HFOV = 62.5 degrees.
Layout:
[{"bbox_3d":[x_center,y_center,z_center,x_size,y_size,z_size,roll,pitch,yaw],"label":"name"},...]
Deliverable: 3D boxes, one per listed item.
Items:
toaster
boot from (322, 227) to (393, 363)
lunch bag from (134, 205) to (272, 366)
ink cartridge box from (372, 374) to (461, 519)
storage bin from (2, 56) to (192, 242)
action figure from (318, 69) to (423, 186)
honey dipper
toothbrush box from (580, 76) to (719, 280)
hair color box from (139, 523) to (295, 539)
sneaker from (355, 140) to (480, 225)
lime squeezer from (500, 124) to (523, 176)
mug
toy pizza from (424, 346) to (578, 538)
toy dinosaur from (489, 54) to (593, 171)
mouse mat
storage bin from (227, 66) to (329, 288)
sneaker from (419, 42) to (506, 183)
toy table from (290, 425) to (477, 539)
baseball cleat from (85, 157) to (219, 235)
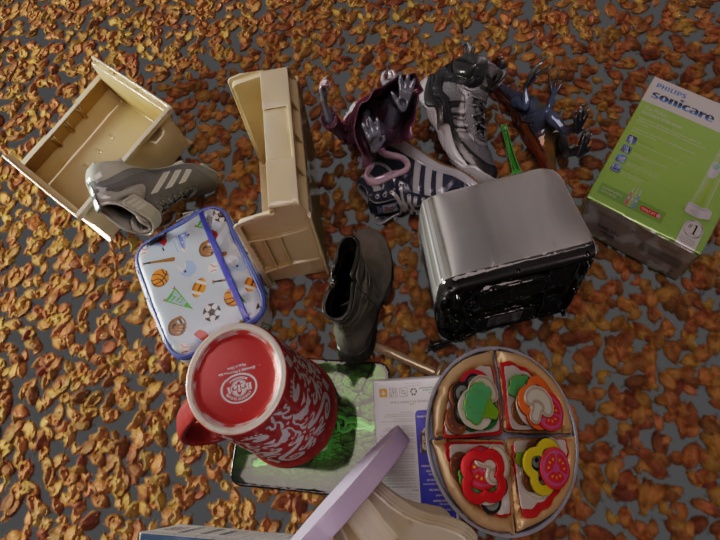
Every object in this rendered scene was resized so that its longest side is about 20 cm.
[{"bbox_3d":[0.155,-0.006,0.698,0.193,0.182,0.122,-14,64,2],"label":"toaster"},{"bbox_3d":[0.000,0.000,0.732,0.065,0.132,0.205,2,54,10],"label":"boot"},{"bbox_3d":[-0.210,0.015,0.806,0.157,0.076,0.204,-27,68,-4],"label":"lunch bag"},{"bbox_3d":[0.066,0.227,0.683,0.091,0.037,0.208,-6,77,14],"label":"ink cartridge box"},{"bbox_3d":[-0.394,-0.187,0.894,0.196,0.094,0.202,32,78,19],"label":"storage bin"},{"bbox_3d":[0.018,-0.198,0.809,0.130,0.199,0.154,-17,99,-17],"label":"action figure"},{"bbox_3d":[0.049,0.110,0.749,0.195,0.038,0.039,21,73,20],"label":"honey dipper"},{"bbox_3d":[0.387,-0.118,0.751,0.143,0.086,0.203,29,77,19],"label":"toothbrush box"},{"bbox_3d":[-0.138,0.325,0.659,0.192,0.100,0.063,1,71,10],"label":"hair color box"},{"bbox_3d":[0.080,-0.095,0.800,0.198,0.071,0.109,36,73,27],"label":"sneaker"},{"bbox_3d":[0.215,-0.119,0.794,0.037,0.071,0.203,-22,37,12],"label":"lime squeezer"},{"bbox_3d":[-0.120,0.156,0.660,0.178,0.201,0.133,-45,69,-9],"label":"mug"},{"bbox_3d":[0.164,0.185,0.659,0.193,0.032,0.208,5,71,-15],"label":"toy pizza"},{"bbox_3d":[0.230,-0.220,0.821,0.179,0.104,0.204,30,88,40],"label":"toy dinosaur"},{"bbox_3d":[-0.063,0.192,0.749,0.192,0.008,0.167,1,69,11],"label":"mouse mat"},{"bbox_3d":[-0.105,-0.116,0.772,0.090,0.200,0.207,-8,67,2],"label":"storage bin"},{"bbox_3d":[0.157,-0.219,0.809,0.113,0.074,0.205,-41,58,32],"label":"sneaker"},{"bbox_3d":[0.020,0.256,0.580,0.117,0.185,0.198,46,44,10],"label":"toy table"},{"bbox_3d":[-0.276,-0.098,0.820,0.069,0.196,0.109,-38,68,42],"label":"baseball cleat"}]
